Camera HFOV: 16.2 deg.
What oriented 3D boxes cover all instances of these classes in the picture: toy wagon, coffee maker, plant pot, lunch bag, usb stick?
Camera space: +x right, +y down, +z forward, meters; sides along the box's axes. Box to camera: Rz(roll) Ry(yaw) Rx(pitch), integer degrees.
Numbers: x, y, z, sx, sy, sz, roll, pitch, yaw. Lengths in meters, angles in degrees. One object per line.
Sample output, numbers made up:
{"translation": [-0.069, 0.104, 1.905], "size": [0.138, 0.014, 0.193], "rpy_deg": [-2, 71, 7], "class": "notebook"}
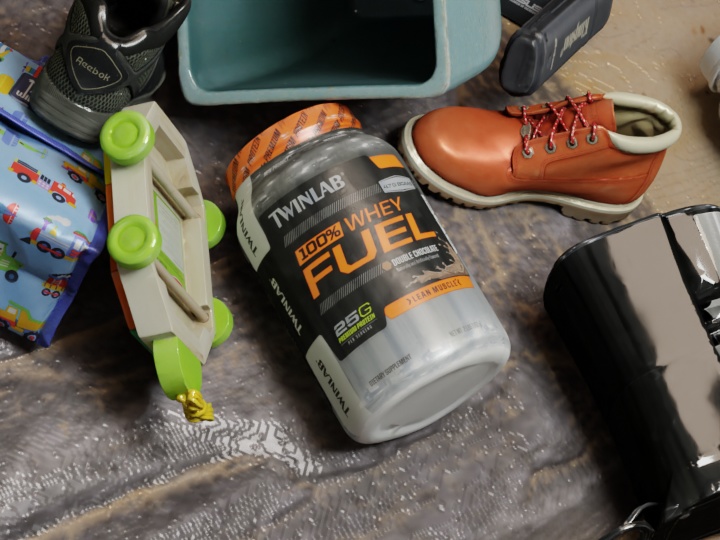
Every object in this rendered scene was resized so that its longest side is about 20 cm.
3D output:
{"translation": [-0.120, -0.001, 1.561], "size": [0.039, 0.155, 0.201], "rpy_deg": [-10, 67, 12], "class": "toy wagon"}
{"translation": [0.199, 0.073, 1.691], "size": [0.191, 0.135, 0.201], "rpy_deg": [-11, 64, -33], "class": "coffee maker"}
{"translation": [0.004, -0.219, 1.713], "size": [0.200, 0.195, 0.197], "rpy_deg": [-18, 106, -64], "class": "plant pot"}
{"translation": [-0.223, -0.071, 1.596], "size": [0.150, 0.094, 0.200], "rpy_deg": [28, 36, -9], "class": "lunch bag"}
{"translation": [0.145, -0.175, 1.842], "size": [0.032, 0.056, 0.200], "rpy_deg": [23, 26, 12], "class": "usb stick"}

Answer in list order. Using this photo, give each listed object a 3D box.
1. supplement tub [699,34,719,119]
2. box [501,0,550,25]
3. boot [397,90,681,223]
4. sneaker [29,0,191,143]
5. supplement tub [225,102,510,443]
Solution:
{"translation": [0.359, -0.107, 1.894], "size": [0.144, 0.145, 0.201], "rpy_deg": [-22, 71, -38], "class": "supplement tub"}
{"translation": [0.098, -0.298, 1.943], "size": [0.160, 0.044, 0.201], "rpy_deg": [29, 50, -8], "class": "box"}
{"translation": [0.128, -0.095, 1.783], "size": [0.199, 0.107, 0.075], "rpy_deg": [5, 60, -24], "class": "boot"}
{"translation": [-0.148, -0.164, 1.638], "size": [0.076, 0.114, 0.200], "rpy_deg": [33, 21, -4], "class": "sneaker"}
{"translation": [0.000, 0.000, 1.635], "size": [0.122, 0.123, 0.201], "rpy_deg": [-18, 69, -37], "class": "supplement tub"}
